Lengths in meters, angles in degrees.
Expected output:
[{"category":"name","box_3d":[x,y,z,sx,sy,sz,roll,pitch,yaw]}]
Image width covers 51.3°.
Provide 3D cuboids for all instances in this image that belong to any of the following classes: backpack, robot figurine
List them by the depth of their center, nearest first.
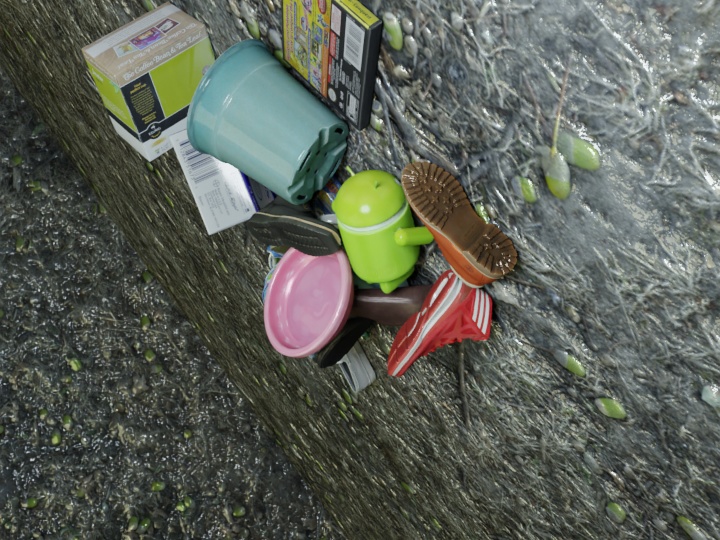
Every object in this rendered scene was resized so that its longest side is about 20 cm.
[{"category":"robot figurine","box_3d":[0.026,-0.065,1.158,0.174,0.115,0.203,30,149,45]},{"category":"backpack","box_3d":[-0.093,0.064,1.422,0.163,0.152,0.202,-46,66,26]}]

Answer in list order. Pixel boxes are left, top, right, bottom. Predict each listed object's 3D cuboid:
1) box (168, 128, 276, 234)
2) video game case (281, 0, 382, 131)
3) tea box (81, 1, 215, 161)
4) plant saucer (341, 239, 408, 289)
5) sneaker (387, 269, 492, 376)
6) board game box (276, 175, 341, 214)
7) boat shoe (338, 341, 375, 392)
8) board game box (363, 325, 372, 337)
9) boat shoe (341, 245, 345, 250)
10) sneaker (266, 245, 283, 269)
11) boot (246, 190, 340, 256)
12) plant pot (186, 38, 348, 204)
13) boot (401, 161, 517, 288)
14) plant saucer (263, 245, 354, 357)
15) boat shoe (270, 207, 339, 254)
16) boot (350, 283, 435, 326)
[{"category":"box","box_3d":[-0.246,-0.181,1.387,0.200,0.103,0.188,-71,-40,-79]},{"category":"video game case","box_3d":[-0.046,-0.320,1.051,0.181,0.025,0.201,45,157,18]},{"category":"tea box","box_3d":[-0.380,-0.357,1.417,0.133,0.199,0.199,37,152,32]},{"category":"plant saucer","box_3d":[0.000,0.000,1.356,0.199,0.039,0.202,35,159,15]},{"category":"sneaker","box_3d":[0.130,0.105,1.146,0.114,0.079,0.201,27,120,-14]},{"category":"board game box","box_3d":[-0.089,-0.136,1.384,0.136,0.034,0.200,54,157,-2]},{"category":"boat shoe","box_3d":[-0.040,0.188,1.711,0.071,0.068,0.203,11,134,57]},{"category":"board game box","box_3d":[-0.086,0.083,1.552,0.195,0.030,0.135,4,148,24]},{"category":"boat shoe","box_3d":[-0.079,0.042,1.323,0.063,0.202,0.071,24,-162,-39]},{"category":"sneaker","box_3d":[-0.166,-0.017,1.651,0.075,0.077,0.202,37,154,27]},{"category":"boot","box_3d":[-0.085,-0.105,1.232,0.197,0.139,0.078,15,148,38]},{"category":"plant pot","box_3d":[-0.134,-0.218,1.176,0.195,0.200,0.202,37,154,14]},{"category":"boot","box_3d":[0.122,-0.058,1.047,0.201,0.075,0.107,49,162,6]},{"category":"plant saucer","box_3d":[-0.080,0.045,1.236,0.050,0.204,0.199,24,-179,-43]},{"category":"boat shoe","box_3d":[-0.095,-0.080,1.325,0.074,0.070,0.198,16,162,-39]},{"category":"boot","box_3d":[0.047,0.057,1.241,0.200,0.162,0.074,142,134,-73]}]
